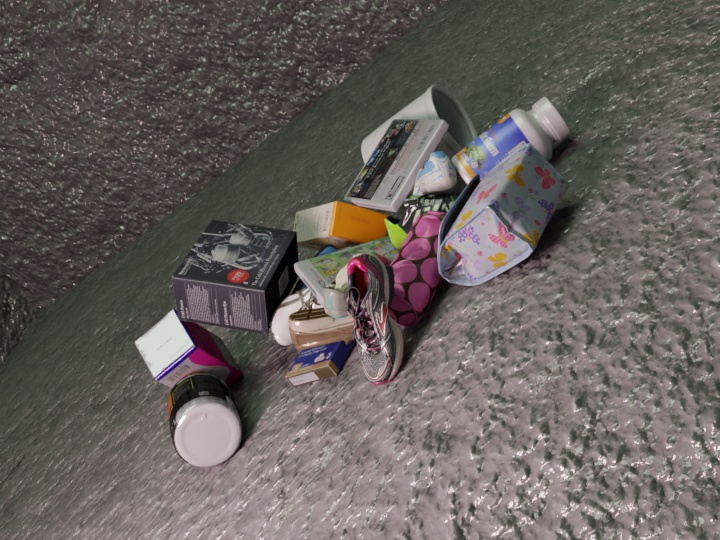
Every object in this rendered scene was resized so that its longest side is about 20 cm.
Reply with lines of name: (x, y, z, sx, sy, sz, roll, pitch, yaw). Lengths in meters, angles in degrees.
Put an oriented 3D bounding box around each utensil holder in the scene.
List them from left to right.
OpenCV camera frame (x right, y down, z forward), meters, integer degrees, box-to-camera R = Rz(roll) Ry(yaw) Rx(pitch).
utensil holder: (0.125, -0.265, 1.961, 0.199, 0.170, 0.171, -33, 20, 29)

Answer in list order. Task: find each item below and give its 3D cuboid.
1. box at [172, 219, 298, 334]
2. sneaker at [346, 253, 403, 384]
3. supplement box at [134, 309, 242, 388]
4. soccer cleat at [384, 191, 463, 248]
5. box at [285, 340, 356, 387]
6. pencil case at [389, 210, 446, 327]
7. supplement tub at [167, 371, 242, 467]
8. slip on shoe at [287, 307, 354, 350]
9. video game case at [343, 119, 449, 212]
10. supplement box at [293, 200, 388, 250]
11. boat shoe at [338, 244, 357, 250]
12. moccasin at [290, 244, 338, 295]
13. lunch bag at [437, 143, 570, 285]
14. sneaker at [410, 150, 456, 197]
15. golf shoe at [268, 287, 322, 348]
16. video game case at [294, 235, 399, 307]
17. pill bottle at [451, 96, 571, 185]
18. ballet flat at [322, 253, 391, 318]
box: (-0.230, 0.009, 1.749, 0.180, 0.105, 0.201, 7, 36, 12)
sneaker: (0.012, 0.076, 1.430, 0.080, 0.203, 0.074, -12, -8, 31)
supplement box: (-0.330, 0.171, 1.803, 0.101, 0.200, 0.104, -39, 60, 2)
soccer cleat: (0.124, -0.106, 1.632, 0.199, 0.082, 0.067, -30, -3, 31)
box: (-0.045, 0.117, 1.657, 0.120, 0.032, 0.201, -21, 26, 45)
pencil case: (0.094, -0.009, 1.540, 0.093, 0.091, 0.201, 14, 55, 27)
supplement tub: (-0.282, 0.258, 1.658, 0.122, 0.123, 0.200, -41, 20, -2)
slip on shoe: (-0.022, 0.092, 1.568, 0.197, 0.061, 0.076, -10, 18, -8)
video game case: (0.068, -0.208, 1.803, 0.181, 0.023, 0.201, 15, 71, 58)
supplement box: (-0.045, -0.083, 1.910, 0.199, 0.125, 0.075, -7, 72, 63)
boat shoe: (-0.021, -0.017, 1.831, 0.070, 0.071, 0.199, -48, 18, -24)
moccasin: (-0.090, 0.042, 1.795, 0.201, 0.080, 0.068, -55, 11, 15)
lunch bag: (0.207, -0.080, 1.468, 0.170, 0.127, 0.200, -53, 8, -34)
sneaker: (0.130, -0.157, 1.706, 0.071, 0.073, 0.200, -3, -16, -13)
golf shoe: (-0.082, 0.062, 1.678, 0.200, 0.078, 0.094, -45, 18, -17)
video game case: (0.000, 0.000, 1.655, 0.198, 0.022, 0.182, -16, 27, -16)
pill bottle: (0.271, -0.216, 1.657, 0.199, 0.112, 0.112, -38, 19, 11)
ballet flat: (-0.001, 0.008, 1.541, 0.067, 0.064, 0.200, 6, 30, 27)
